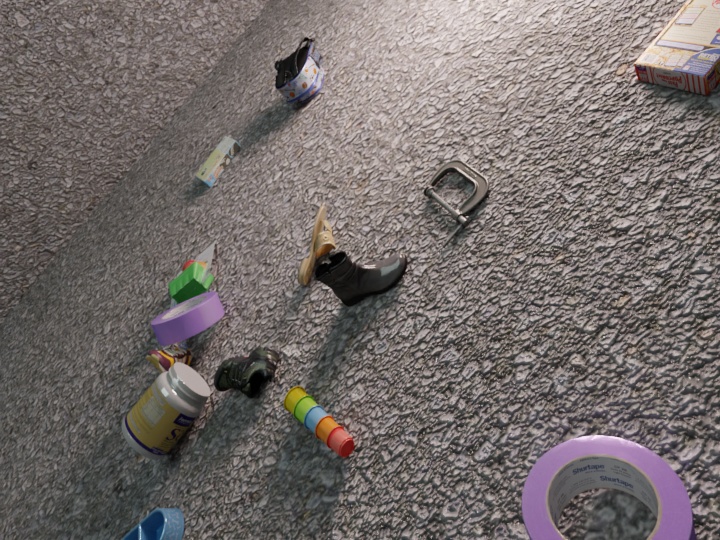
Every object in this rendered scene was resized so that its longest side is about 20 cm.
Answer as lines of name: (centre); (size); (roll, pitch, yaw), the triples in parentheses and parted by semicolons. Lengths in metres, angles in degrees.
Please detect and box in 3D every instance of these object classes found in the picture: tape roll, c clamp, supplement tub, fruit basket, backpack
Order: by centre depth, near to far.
tape roll: (0.308, 0.313, 0.671); (0.194, 0.067, 0.202); (-22, 28, 12)
c clamp: (0.206, -0.171, 1.214); (0.170, 0.027, 0.202); (-41, 42, 10)
supplement tub: (-0.492, 0.355, 1.354); (0.201, 0.145, 0.145); (-49, 41, -1)
tape roll: (-0.485, 0.133, 1.496); (0.193, 0.068, 0.201); (-21, 13, 5)
fruit basket: (-0.534, 0.019, 1.708); (0.183, 0.094, 0.202); (-37, 27, 13)
backpack: (-0.221, -0.692, 1.895); (0.196, 0.154, 0.195); (-23, 38, 34)

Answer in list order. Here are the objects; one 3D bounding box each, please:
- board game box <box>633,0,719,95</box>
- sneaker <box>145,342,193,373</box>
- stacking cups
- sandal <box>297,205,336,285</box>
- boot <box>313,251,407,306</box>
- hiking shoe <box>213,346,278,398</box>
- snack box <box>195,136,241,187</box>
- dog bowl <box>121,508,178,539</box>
board game box: (0.648, -0.438, 1.004); (0.201, 0.046, 0.151); (-48, 40, 1)
sneaker: (-0.513, 0.232, 1.442); (0.074, 0.201, 0.091); (36, 73, 8)
stacking cups: (-0.084, 0.315, 1.094); (0.197, 0.060, 0.061); (29, 80, 44)
sandal: (-0.098, -0.059, 1.390); (0.067, 0.078, 0.219); (14, 74, 12)
boot: (0.000, 0.000, 1.190); (0.196, 0.131, 0.071); (-32, 42, 18)
hiking shoe: (-0.285, 0.263, 1.290); (0.196, 0.076, 0.103); (-28, 41, 21)
snack box: (-0.559, -0.429, 2.085); (0.203, 0.037, 0.115); (-54, 40, -5)
dog bowl: (-0.489, 0.628, 1.218); (0.199, 0.049, 0.113); (-41, 41, 9)
